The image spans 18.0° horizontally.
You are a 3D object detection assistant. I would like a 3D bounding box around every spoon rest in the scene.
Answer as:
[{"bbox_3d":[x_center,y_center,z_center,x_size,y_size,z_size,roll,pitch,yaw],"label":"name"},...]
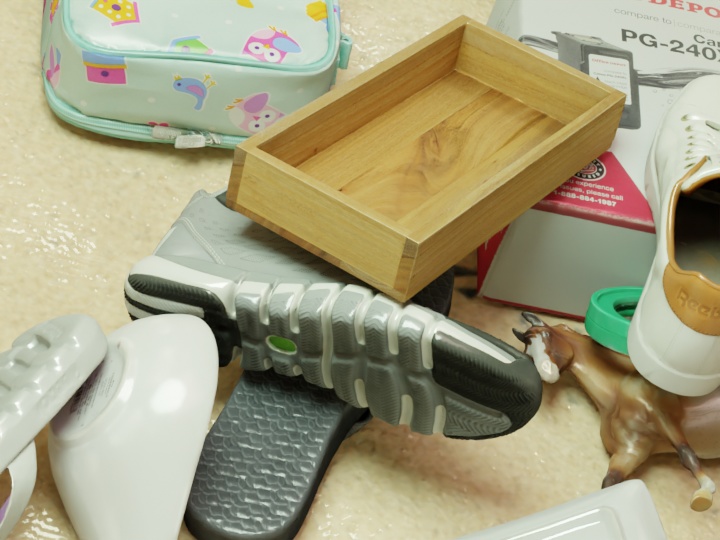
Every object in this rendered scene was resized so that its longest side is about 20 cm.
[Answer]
[{"bbox_3d":[-0.109,0.104,0.976,0.061,0.099,0.200,40,48,-30],"label":"spoon rest"}]

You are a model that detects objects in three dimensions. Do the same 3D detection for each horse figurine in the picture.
[{"bbox_3d":[0.180,0.078,1.105,0.199,0.050,0.133,1,34,-10],"label":"horse figurine"}]

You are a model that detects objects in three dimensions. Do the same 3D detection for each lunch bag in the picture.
[{"bbox_3d":[-0.088,-0.148,1.217,0.160,0.077,0.200,7,46,-14],"label":"lunch bag"}]

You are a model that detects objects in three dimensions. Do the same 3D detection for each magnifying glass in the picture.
[{"bbox_3d":[0.207,0.034,1.130,0.199,0.022,0.080,4,17,-17],"label":"magnifying glass"}]

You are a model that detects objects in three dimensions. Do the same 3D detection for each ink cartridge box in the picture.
[{"bbox_3d":[0.141,-0.069,1.213,0.145,0.083,0.200,11,47,-8],"label":"ink cartridge box"}]

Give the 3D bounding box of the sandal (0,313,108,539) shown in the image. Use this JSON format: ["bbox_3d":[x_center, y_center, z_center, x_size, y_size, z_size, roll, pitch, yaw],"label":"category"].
[{"bbox_3d":[-0.167,0.099,0.953,0.203,0.082,0.050,-49,114,-26],"label":"sandal"}]

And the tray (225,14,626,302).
[{"bbox_3d":[0.035,-0.057,1.067,0.099,0.037,0.200,28,35,21],"label":"tray"}]

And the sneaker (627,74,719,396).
[{"bbox_3d":[0.177,-0.037,1.082,0.073,0.085,0.200,16,47,-2],"label":"sneaker"}]

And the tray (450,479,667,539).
[{"bbox_3d":[0.098,0.181,0.972,0.107,0.022,0.200,-20,50,6],"label":"tray"}]

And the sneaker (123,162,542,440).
[{"bbox_3d":[0.000,0.000,1.050,0.200,0.075,0.116,17,50,11],"label":"sneaker"}]

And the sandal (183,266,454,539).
[{"bbox_3d":[-0.024,0.057,1.077,0.076,0.043,0.200,26,54,17],"label":"sandal"}]
